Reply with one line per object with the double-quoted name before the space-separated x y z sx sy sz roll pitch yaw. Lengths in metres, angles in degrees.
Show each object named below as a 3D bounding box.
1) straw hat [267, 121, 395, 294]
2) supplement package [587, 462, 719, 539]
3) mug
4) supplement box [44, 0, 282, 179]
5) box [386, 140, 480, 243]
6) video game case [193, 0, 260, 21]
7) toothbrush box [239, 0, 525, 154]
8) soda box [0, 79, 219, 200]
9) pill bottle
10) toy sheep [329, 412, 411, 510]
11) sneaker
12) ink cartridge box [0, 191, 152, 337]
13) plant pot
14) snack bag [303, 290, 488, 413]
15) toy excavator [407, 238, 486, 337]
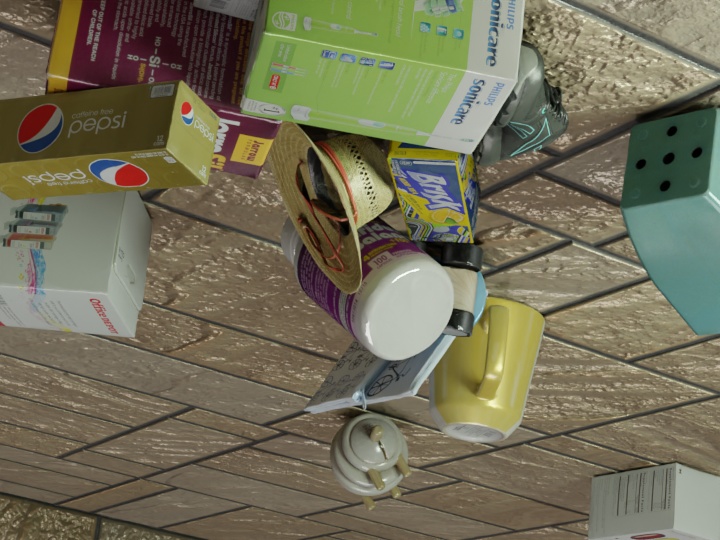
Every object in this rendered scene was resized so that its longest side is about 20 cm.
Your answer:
"straw hat" -0.014 -0.084 1.540 0.085 0.202 0.201 -27 166 -16
"supplement package" 0.483 0.393 2.647 0.113 0.110 0.199 19 157 -30
"mug" 0.139 0.121 1.972 0.148 0.154 0.186 -2 158 27
"supplement box" -0.167 -0.164 1.382 0.198 0.104 0.131 10 158 -9
"box" 0.072 -0.093 1.548 0.069 0.065 0.200 3 159 10
"video game case" -0.024 -0.226 1.290 0.198 0.018 0.143 13 159 -14
"toothbrush box" 0.014 -0.172 1.270 0.198 0.087 0.146 11 159 -7
"soda box" -0.220 -0.105 1.319 0.198 0.065 0.068 -2 156 26
"pill bottle" 0.000 0.000 1.652 0.112 0.113 0.200 26 -171 -41
"toy sheep" 0.016 0.289 2.507 0.137 0.139 0.200 11 148 -9
"sneaker" 0.141 -0.150 1.387 0.079 0.076 0.200 -5 167 -5
"ink cartridge box" -0.343 -0.022 1.766 0.198 0.146 0.145 5 159 6
"plant pot" 0.327 -0.054 1.470 0.141 0.142 0.200 -10 146 39
"snack bag" 0.041 0.095 1.917 0.199 0.189 0.021 -14 120 50
"toy excavator" 0.050 0.031 1.867 0.193 0.101 0.200 6 169 7
